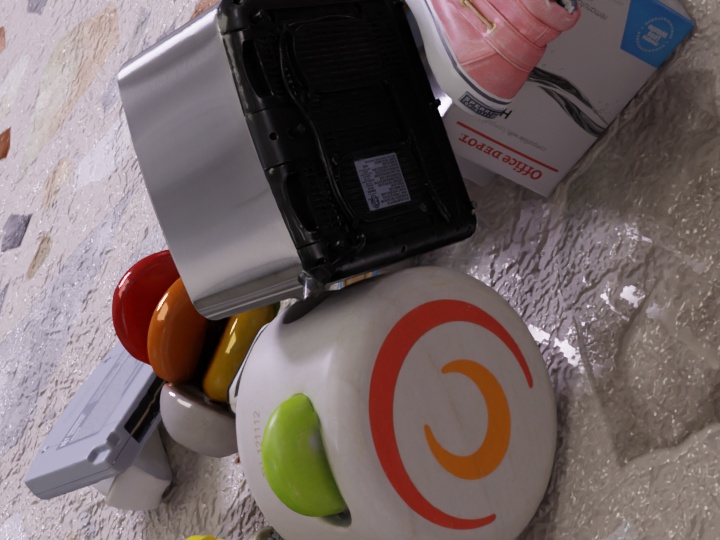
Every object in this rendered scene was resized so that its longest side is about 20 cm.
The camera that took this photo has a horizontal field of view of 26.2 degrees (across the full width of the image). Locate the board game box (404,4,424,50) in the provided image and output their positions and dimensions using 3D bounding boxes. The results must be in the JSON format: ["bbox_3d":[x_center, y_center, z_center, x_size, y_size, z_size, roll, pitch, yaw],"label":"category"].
[{"bbox_3d":[0.025,-0.248,1.088,0.041,0.199,0.201,27,134,34],"label":"board game box"}]

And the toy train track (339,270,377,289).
[{"bbox_3d":[0.000,0.000,1.109,0.033,0.114,0.202,-19,-73,-80],"label":"toy train track"}]

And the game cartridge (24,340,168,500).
[{"bbox_3d":[-0.216,0.118,1.380,0.133,0.041,0.200,-18,29,39],"label":"game cartridge"}]

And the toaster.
[{"bbox_3d":[-0.039,-0.074,0.959,0.118,0.199,0.182,-21,88,38],"label":"toaster"}]

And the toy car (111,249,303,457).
[{"bbox_3d":[-0.125,0.042,1.227,0.200,0.149,0.176,-140,72,-89],"label":"toy car"}]

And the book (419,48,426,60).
[{"bbox_3d":[0.014,-0.128,1.207,0.134,0.048,0.201,-52,16,33],"label":"book"}]

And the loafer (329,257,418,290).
[{"bbox_3d":[0.009,0.025,1.157,0.070,0.070,0.201,29,97,43],"label":"loafer"}]

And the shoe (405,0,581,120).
[{"bbox_3d":[0.073,-0.191,0.969,0.091,0.071,0.201,-45,43,28],"label":"shoe"}]

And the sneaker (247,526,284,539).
[{"bbox_3d":[-0.029,0.257,1.068,0.088,0.077,0.201,-38,48,23],"label":"sneaker"}]

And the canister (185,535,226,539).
[{"bbox_3d":[-0.039,0.263,0.974,0.199,0.087,0.149,10,71,28],"label":"canister"}]

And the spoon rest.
[{"bbox_3d":[-0.211,0.175,1.411,0.100,0.060,0.200,-63,18,4],"label":"spoon rest"}]

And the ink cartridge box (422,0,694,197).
[{"bbox_3d":[0.112,-0.128,1.044,0.200,0.115,0.068,-51,36,26],"label":"ink cartridge box"}]

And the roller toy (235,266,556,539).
[{"bbox_3d":[0.021,0.097,0.977,0.139,0.200,0.183,-15,47,51],"label":"roller toy"}]

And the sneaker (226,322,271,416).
[{"bbox_3d":[-0.033,0.129,1.095,0.115,0.075,0.202,-5,94,53],"label":"sneaker"}]
